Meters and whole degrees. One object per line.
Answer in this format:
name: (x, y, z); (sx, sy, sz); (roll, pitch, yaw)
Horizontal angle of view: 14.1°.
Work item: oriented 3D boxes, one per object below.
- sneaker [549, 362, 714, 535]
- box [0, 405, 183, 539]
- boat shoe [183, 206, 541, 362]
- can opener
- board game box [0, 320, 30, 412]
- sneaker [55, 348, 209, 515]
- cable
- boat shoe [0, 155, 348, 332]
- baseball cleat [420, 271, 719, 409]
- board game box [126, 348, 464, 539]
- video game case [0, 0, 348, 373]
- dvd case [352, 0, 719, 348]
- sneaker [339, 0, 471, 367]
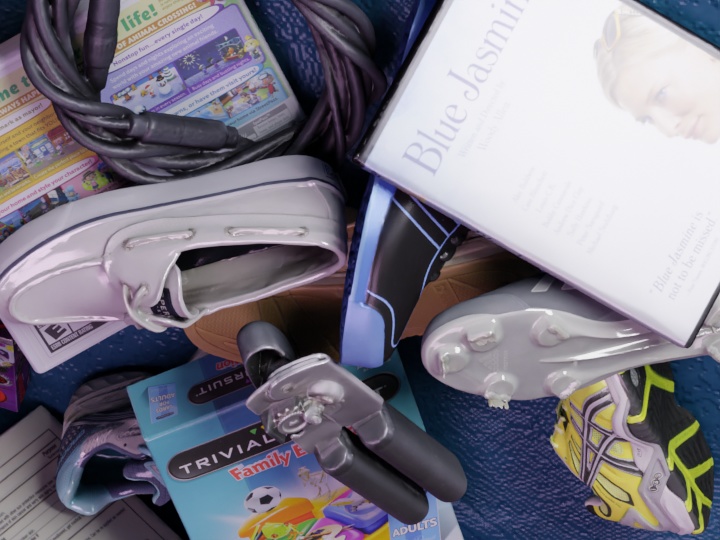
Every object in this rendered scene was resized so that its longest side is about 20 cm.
sneaker: (0.137, 0.079, 1.632); (0.076, 0.076, 0.201); (-6, 129, 24)
box: (-0.182, 0.207, 1.784); (0.200, 0.128, 0.109); (43, 136, 9)
boat shoe: (0.000, 0.000, 1.589); (0.199, 0.069, 0.074); (-9, 141, 8)
can opener: (-0.006, 0.079, 1.597); (0.053, 0.067, 0.200); (-31, 149, 12)
board game box: (-0.296, 0.024, 1.737); (0.199, 0.032, 0.120); (17, 160, 3)
sneaker: (-0.097, 0.098, 1.720); (0.199, 0.087, 0.078); (-23, 122, 31)
cable: (-0.078, -0.108, 1.501); (0.163, 0.051, 0.200); (-33, 125, 5)
boat shoe: (-0.102, 0.000, 1.530); (0.199, 0.066, 0.072); (-13, 140, 1)
baseball cleat: (0.124, 0.013, 1.536); (0.199, 0.107, 0.070); (-6, 133, -8)
board game box: (-0.033, 0.118, 1.686); (0.150, 0.047, 0.200); (-22, 136, -2)
video game case: (-0.130, -0.060, 1.557); (0.199, 0.022, 0.182); (-29, 124, 0)
dvd case: (0.114, -0.070, 1.468); (0.199, 0.143, 0.018); (29, 179, -9)
sneaker: (0.042, -0.040, 1.501); (0.078, 0.070, 0.201); (14, 101, -4)
